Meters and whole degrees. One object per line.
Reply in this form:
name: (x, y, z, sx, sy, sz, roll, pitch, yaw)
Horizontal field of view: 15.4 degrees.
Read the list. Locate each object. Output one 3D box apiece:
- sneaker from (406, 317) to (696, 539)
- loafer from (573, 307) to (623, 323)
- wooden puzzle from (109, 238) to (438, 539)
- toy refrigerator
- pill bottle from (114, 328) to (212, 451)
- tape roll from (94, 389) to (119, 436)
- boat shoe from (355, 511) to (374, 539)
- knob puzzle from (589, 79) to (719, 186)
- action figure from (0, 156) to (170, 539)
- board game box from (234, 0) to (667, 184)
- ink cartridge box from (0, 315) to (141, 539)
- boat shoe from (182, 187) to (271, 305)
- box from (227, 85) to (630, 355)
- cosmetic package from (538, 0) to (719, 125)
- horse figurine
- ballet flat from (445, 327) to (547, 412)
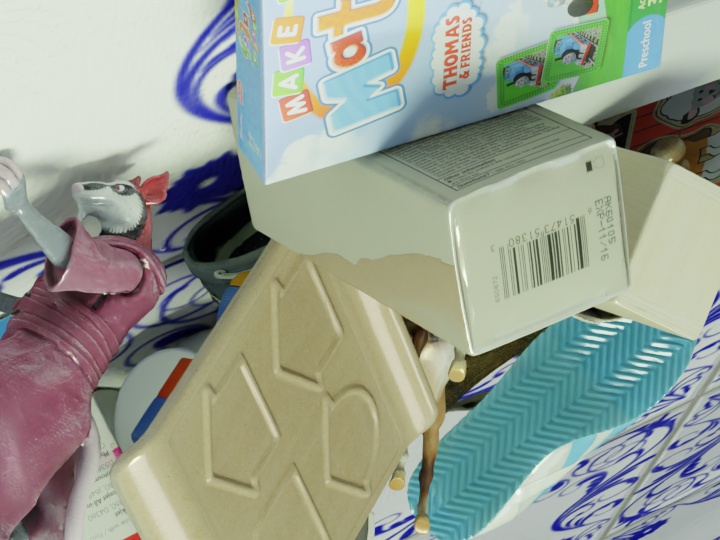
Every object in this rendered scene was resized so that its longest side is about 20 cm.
sneaker: (0.115, 0.082, 1.586, 0.200, 0.077, 0.081, -38, 172, 12)
loafer: (0.116, -0.003, 1.512, 0.076, 0.068, 0.200, 23, 150, -39)
wooden puzzle: (-0.047, 0.084, 1.355, 0.200, 0.046, 0.186, -54, 139, -31)
toy refrigerator: (0.104, -0.028, 1.375, 0.070, 0.200, 0.076, 24, 87, -36)
pill bottle: (-0.064, 0.091, 1.616, 0.112, 0.112, 0.200, -35, 162, 20)
tape roll: (-0.119, 0.165, 1.591, 0.037, 0.203, 0.203, -34, 163, 19)
boat shoe: (-0.027, 0.118, 1.513, 0.057, 0.067, 0.200, -43, 151, -27)
knob puzzle: (0.145, -0.071, 1.464, 0.219, 0.030, 0.220, -26, -152, 15)
action figure: (-0.141, 0.037, 1.263, 0.200, 0.149, 0.134, -55, 177, -14)
board game box: (0.042, -0.128, 1.147, 0.199, 0.037, 0.152, -17, 137, -17)
ink cartridge box: (-0.150, 0.130, 1.432, 0.067, 0.200, 0.116, -26, 163, -8)
boat shoe: (-0.006, -0.041, 1.388, 0.200, 0.073, 0.062, -32, 140, 21)
box: (0.029, -0.040, 1.235, 0.095, 0.200, 0.078, -21, 118, -24)
cosmetic package: (0.147, -0.141, 1.332, 0.200, 0.081, 0.113, -18, 160, -29)
horse figurine: (0.034, 0.051, 1.520, 0.050, 0.133, 0.200, 5, 133, -3)
ballet flat: (0.103, 0.038, 1.625, 0.200, 0.071, 0.071, -30, 164, 22)
